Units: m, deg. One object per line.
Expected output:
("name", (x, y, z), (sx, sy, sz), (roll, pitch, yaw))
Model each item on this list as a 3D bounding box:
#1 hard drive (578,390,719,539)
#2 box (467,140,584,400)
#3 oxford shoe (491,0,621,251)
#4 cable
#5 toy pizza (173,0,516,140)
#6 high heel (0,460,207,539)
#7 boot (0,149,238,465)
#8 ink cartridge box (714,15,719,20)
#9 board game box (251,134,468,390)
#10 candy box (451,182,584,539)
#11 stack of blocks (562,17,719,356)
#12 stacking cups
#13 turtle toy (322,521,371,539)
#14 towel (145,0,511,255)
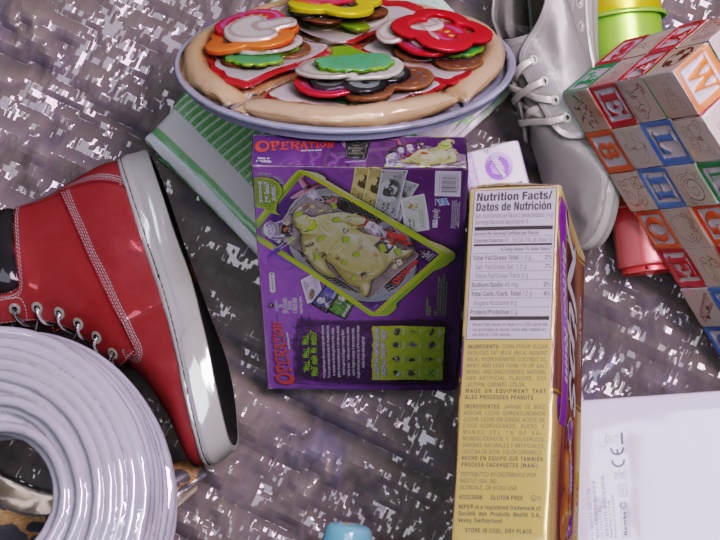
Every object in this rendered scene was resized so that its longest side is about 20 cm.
("hard drive", (0.193, 0.138, 1.077), (0.198, 0.025, 0.133), (-5, 80, 12))
("box", (0.102, 0.023, 1.146), (0.038, 0.041, 0.202), (-14, 82, -1))
("oxford shoe", (0.115, -0.111, 1.134), (0.057, 0.075, 0.202), (-9, 93, -35))
("cable", (-0.203, 0.130, 1.055), (0.198, 0.069, 0.202), (14, 76, 10))
("toy pizza", (-0.009, -0.129, 1.078), (0.198, 0.201, 0.032), (0, 119, 0))
("high heel", (-0.204, 0.118, 1.120), (0.199, 0.071, 0.143), (-27, 85, 3))
("boot", (-0.162, 0.042, 1.130), (0.143, 0.072, 0.201), (-21, 73, -2))
("ink cartridge box", (0.302, -0.091, 1.114), (0.125, 0.129, 0.200), (-40, 84, -4))
("board game box", (0.000, 0.000, 1.079), (0.119, 0.201, 0.032), (-2, 50, -2))
("candy box", (0.091, 0.066, 1.040), (0.056, 0.117, 0.202), (0, 70, 15))
("stack of blocks", (0.215, -0.042, 1.079), (0.058, 0.115, 0.201), (-39, 106, -22))
("stacking cups", (0.173, -0.099, 1.154), (0.060, 0.061, 0.202), (-8, 86, -1))
("turtle toy", (-0.012, 0.223, 1.058), (0.145, 0.101, 0.200), (-30, 42, -4))
("towel", (-0.018, -0.103, 1.171), (0.152, 0.023, 0.200), (43, 85, 6))
